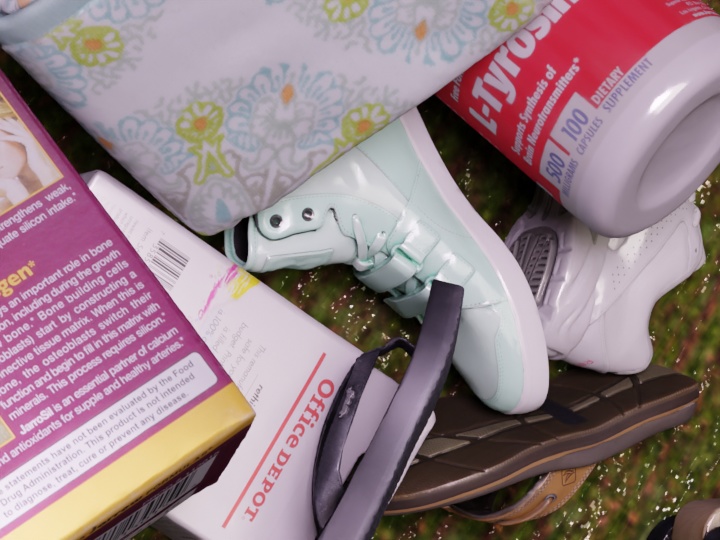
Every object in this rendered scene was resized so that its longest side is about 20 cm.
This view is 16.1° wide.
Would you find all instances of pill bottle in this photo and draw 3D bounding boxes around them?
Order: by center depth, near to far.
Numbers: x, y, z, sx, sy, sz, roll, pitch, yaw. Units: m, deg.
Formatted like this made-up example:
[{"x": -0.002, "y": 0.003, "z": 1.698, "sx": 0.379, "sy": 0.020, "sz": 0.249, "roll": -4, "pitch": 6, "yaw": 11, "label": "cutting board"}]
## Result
[{"x": 0.080, "y": -0.116, "z": 1.183, "sx": 0.112, "sy": 0.112, "sz": 0.200, "roll": -39, "pitch": 66, "yaw": -20, "label": "pill bottle"}]

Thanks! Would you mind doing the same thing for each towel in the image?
[{"x": -0.035, "y": -0.114, "z": 1.074, "sx": 0.200, "sy": 0.048, "sz": 0.171, "roll": -34, "pitch": 133, "yaw": 10, "label": "towel"}]

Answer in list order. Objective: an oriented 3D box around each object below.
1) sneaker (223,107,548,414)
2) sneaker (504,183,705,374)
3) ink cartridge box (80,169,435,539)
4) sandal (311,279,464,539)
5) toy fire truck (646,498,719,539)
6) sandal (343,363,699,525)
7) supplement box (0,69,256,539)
[{"x": 0.000, "y": 0.000, "z": 1.201, "sx": 0.118, "sy": 0.074, "sz": 0.201, "roll": -31, "pitch": 89, "yaw": -28, "label": "sneaker"}, {"x": 0.134, "y": -0.041, "z": 1.271, "sx": 0.099, "sy": 0.078, "sz": 0.200, "roll": 23, "pitch": 84, "yaw": -30, "label": "sneaker"}, {"x": -0.079, "y": 0.058, "z": 1.169, "sx": 0.200, "sy": 0.068, "sz": 0.115, "roll": 36, "pitch": 75, "yaw": -17, "label": "ink cartridge box"}, {"x": -0.006, "y": 0.089, "z": 1.127, "sx": 0.043, "sy": 0.076, "sz": 0.200, "roll": 25, "pitch": 76, "yaw": 5, "label": "sandal"}, {"x": 0.249, "y": 0.199, "z": 1.284, "sx": 0.200, "sy": 0.129, "sz": 0.176, "roll": -3, "pitch": 88, "yaw": -13, "label": "toy fire truck"}, {"x": 0.078, "y": 0.091, "z": 1.241, "sx": 0.200, "sy": 0.082, "sz": 0.055, "roll": -15, "pitch": 115, "yaw": -30, "label": "sandal"}, {"x": -0.157, "y": 0.029, "z": 1.039, "sx": 0.131, "sy": 0.103, "sz": 0.200, "roll": -33, "pitch": 81, "yaw": -22, "label": "supplement box"}]
